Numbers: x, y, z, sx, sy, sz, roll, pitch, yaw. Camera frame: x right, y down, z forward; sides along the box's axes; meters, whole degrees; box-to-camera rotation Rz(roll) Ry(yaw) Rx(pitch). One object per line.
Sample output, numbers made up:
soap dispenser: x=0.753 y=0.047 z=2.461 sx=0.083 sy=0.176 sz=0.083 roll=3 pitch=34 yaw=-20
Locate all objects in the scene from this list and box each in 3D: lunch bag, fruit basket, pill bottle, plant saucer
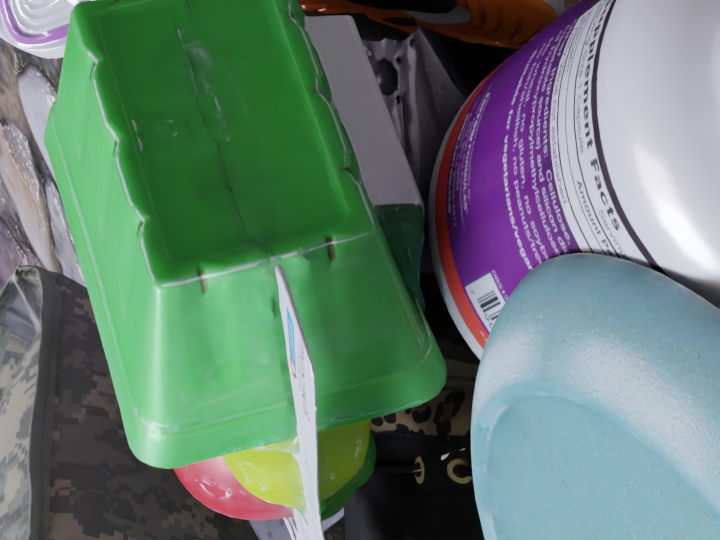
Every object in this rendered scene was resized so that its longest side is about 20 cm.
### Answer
lunch bag: x=-0.076 y=0.097 z=1.153 sx=0.118 sy=0.164 sz=0.200 roll=-56 pitch=22 yaw=34
fruit basket: x=-0.025 y=0.015 z=0.849 sx=0.200 sy=0.094 sz=0.185 roll=74 pitch=177 yaw=-52
pill bottle: x=0.095 y=-0.027 z=0.717 sx=0.113 sy=0.112 sz=0.200 roll=65 pitch=161 yaw=3
plant saucer: x=0.084 y=0.090 z=0.698 sx=0.200 sy=0.027 sz=0.200 roll=48 pitch=156 yaw=30

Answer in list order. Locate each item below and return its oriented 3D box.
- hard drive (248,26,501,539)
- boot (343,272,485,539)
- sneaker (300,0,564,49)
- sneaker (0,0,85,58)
hard drive: x=0.000 y=0.000 z=1.013 sx=0.135 sy=0.042 sz=0.200 roll=59 pitch=136 yaw=18
boot: x=0.063 y=0.089 z=0.904 sx=0.200 sy=0.073 sz=0.151 roll=13 pitch=114 yaw=38
sneaker: x=0.007 y=-0.121 z=0.901 sx=0.200 sy=0.076 sz=0.092 roll=12 pitch=86 yaw=56
sneaker: x=-0.052 y=-0.153 z=0.901 sx=0.075 sy=0.200 sz=0.100 roll=31 pitch=180 yaw=-11
